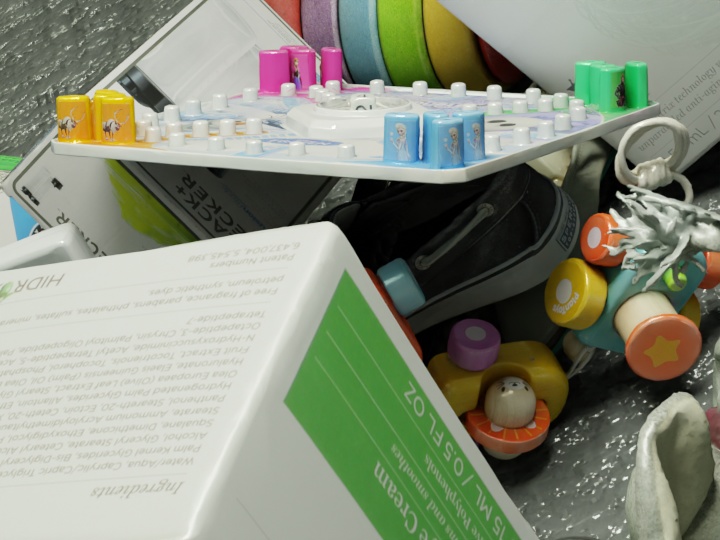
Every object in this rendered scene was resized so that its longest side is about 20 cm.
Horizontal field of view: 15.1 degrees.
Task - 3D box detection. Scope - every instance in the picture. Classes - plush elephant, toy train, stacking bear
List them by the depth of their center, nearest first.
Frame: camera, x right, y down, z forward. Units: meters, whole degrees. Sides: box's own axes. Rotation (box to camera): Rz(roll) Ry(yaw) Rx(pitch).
[{"bbox_3d":[0.165,0.070,1.011,0.200,0.155,0.165,19,6,14],"label":"plush elephant"},{"bbox_3d":[0.068,0.023,1.155,0.200,0.150,0.056,-27,47,1],"label":"toy train"},{"bbox_3d":[0.056,-0.142,1.424,0.200,0.114,0.121,0,1,27],"label":"stacking bear"}]

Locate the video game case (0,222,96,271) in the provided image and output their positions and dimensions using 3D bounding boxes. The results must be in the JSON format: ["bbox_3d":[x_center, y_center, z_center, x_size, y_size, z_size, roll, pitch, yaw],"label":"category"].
[{"bbox_3d":[-0.173,0.085,1.239,0.200,0.182,0.023,-20,27,19],"label":"video game case"}]

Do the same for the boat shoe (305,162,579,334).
[{"bbox_3d":[0.000,0.000,1.235,0.200,0.068,0.072,-23,46,30],"label":"boat shoe"}]

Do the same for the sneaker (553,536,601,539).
[{"bbox_3d":[0.067,0.182,0.975,0.071,0.099,0.200,-11,39,28],"label":"sneaker"}]

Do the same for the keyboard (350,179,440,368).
[{"bbox_3d":[0.006,0.035,1.289,0.104,0.040,0.200,-10,49,38],"label":"keyboard"}]

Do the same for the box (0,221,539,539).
[{"bbox_3d":[-0.070,0.115,1.089,0.200,0.199,0.172,-8,40,34],"label":"box"}]

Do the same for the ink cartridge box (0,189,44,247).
[{"bbox_3d":[-0.184,0.051,1.324,0.200,0.086,0.147,-20,73,21],"label":"ink cartridge box"}]

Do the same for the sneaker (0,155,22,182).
[{"bbox_3d":[-0.243,-0.014,1.483,0.199,0.078,0.085,-8,13,-12],"label":"sneaker"}]

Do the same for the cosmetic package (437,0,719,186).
[{"bbox_3d":[0.139,-0.182,1.244,0.199,0.200,0.123,-43,13,40],"label":"cosmetic package"}]

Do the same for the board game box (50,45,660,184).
[{"bbox_3d":[0.001,-0.072,1.179,0.200,0.026,0.200,5,14,30],"label":"board game box"}]

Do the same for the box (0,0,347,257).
[{"bbox_3d":[-0.074,-0.055,1.290,0.060,0.117,0.200,-43,4,31],"label":"box"}]

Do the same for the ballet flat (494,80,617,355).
[{"bbox_3d":[0.084,-0.037,1.286,0.067,0.064,0.200,-45,16,42],"label":"ballet flat"}]
